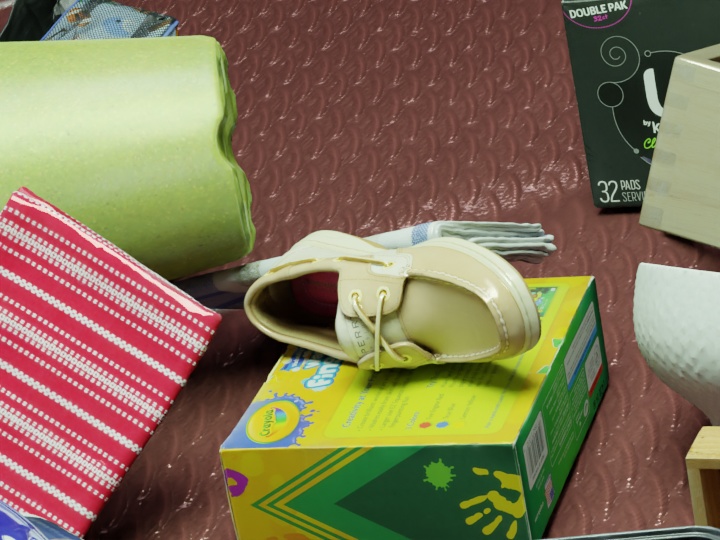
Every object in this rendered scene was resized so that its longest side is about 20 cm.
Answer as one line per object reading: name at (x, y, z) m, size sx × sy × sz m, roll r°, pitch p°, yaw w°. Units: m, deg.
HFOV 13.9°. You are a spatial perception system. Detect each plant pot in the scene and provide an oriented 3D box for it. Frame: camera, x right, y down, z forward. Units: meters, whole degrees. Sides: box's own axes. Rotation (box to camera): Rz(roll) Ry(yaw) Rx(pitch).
plant pot at (-0.160, -0.058, 1.719) m, size 0.183 × 0.202 × 0.201 m, roll -9°, pitch 25°, yaw 1°

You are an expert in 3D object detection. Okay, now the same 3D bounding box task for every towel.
towel at (-0.185, 0.072, 1.600) m, size 0.144 × 0.201 × 0.022 m, roll 33°, pitch -4°, yaw 13°
towel at (0.000, 0.000, 1.752) m, size 0.199 × 0.024 × 0.147 m, roll -12°, pitch -7°, yaw 31°

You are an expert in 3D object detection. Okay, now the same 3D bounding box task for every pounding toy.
pounding toy at (0.250, -0.052, 1.721) m, size 0.199 × 0.143 × 0.184 m, roll 17°, pitch 16°, yaw 23°

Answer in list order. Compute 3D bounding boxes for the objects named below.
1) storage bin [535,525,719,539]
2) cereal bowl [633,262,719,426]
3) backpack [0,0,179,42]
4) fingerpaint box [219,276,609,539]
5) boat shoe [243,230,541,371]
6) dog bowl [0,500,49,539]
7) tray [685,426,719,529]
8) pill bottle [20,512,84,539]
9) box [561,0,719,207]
storage bin at (0.078, 0.197, 1.339) m, size 0.199 × 0.094 × 0.135 m, roll -7°, pitch 26°, yaw 12°
cereal bowl at (0.238, 0.050, 1.542) m, size 0.199 × 0.084 × 0.200 m, roll 8°, pitch 0°, yaw 0°
backpack at (-0.179, -0.062, 1.908) m, size 0.153 × 0.201 × 0.191 m, roll 18°, pitch 39°, yaw 25°
fingerpaint box at (0.034, 0.080, 1.623) m, size 0.166 × 0.074 × 0.200 m, roll -3°, pitch 25°, yaw 18°
boat shoe at (0.013, 0.024, 1.584) m, size 0.069 × 0.074 × 0.199 m, roll -31°, pitch 21°, yaw -33°
dog bowl at (-0.216, 0.193, 1.324) m, size 0.199 × 0.202 × 0.079 m, roll -4°, pitch 3°, yaw 17°
tray at (0.260, 0.126, 1.397) m, size 0.199 × 0.099 × 0.037 m, roll 0°, pitch 26°, yaw 25°
pill bottle at (-0.158, 0.184, 1.450) m, size 0.111 × 0.112 × 0.200 m, roll -28°, pitch 29°, yaw -30°
box at (0.247, -0.132, 1.880) m, size 0.199 × 0.149 × 0.124 m, roll -2°, pitch 25°, yaw 22°
